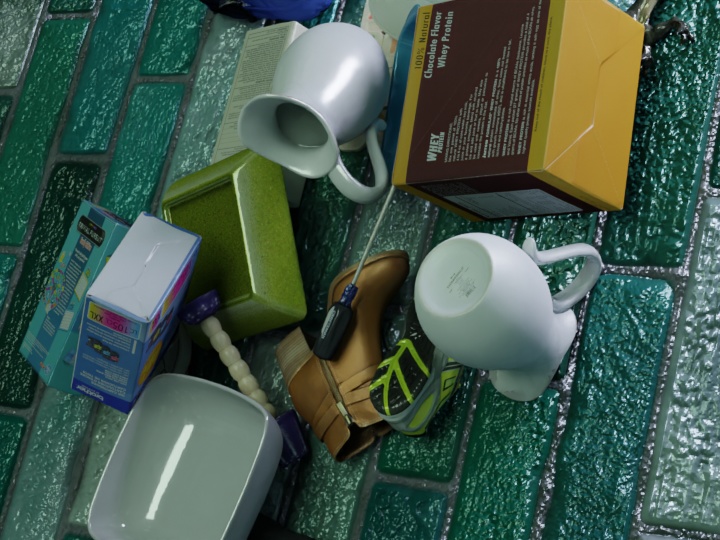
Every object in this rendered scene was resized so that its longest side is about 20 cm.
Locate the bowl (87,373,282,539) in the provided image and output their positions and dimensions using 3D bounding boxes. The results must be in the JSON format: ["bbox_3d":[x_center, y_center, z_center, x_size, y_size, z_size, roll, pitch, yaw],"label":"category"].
[{"bbox_3d":[-0.172,0.219,1.658,0.199,0.075,0.201,14,77,40],"label":"bowl"}]

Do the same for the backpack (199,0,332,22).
[{"bbox_3d":[-0.121,-0.383,1.895,0.199,0.168,0.164,17,86,32],"label":"backpack"}]

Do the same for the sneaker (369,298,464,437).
[{"bbox_3d":[0.080,0.080,1.631,0.075,0.077,0.200,21,64,38],"label":"sneaker"}]

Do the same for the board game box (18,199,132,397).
[{"bbox_3d":[-0.326,0.030,1.869,0.151,0.047,0.201,28,95,62],"label":"board game box"}]

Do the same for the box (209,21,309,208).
[{"bbox_3d":[-0.102,-0.176,1.836,0.095,0.077,0.202,0,70,47],"label":"box"}]

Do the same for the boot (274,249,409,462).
[{"bbox_3d":[0.008,0.090,1.671,0.200,0.073,0.155,-47,51,21],"label":"boot"}]

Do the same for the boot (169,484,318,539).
[{"bbox_3d":[-0.139,0.326,1.663,0.199,0.066,0.166,17,72,33],"label":"boot"}]

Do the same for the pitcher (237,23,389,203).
[{"bbox_3d":[-0.023,-0.167,1.704,0.121,0.171,0.200,-43,10,37],"label":"pitcher"}]

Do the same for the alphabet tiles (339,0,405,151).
[{"bbox_3d":[0.038,-0.229,1.820,0.199,0.015,0.197,1,71,33],"label":"alphabet tiles"}]

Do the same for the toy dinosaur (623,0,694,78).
[{"bbox_3d":[0.289,-0.245,1.650,0.200,0.047,0.088,-48,46,2],"label":"toy dinosaur"}]

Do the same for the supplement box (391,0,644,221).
[{"bbox_3d":[0.158,-0.167,1.610,0.199,0.132,0.199,-3,73,44],"label":"supplement box"}]

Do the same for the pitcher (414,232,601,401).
[{"bbox_3d":[0.147,0.022,1.529,0.121,0.200,0.172,36,90,37],"label":"pitcher"}]

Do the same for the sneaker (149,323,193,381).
[{"bbox_3d":[-0.242,0.056,1.834,0.077,0.082,0.202,-10,66,29],"label":"sneaker"}]

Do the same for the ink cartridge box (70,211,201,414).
[{"bbox_3d":[-0.242,0.056,1.702,0.076,0.201,0.137,26,49,2],"label":"ink cartridge box"}]

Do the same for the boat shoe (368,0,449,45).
[{"bbox_3d":[0.097,-0.292,1.776,0.199,0.073,0.062,10,32,40],"label":"boat shoe"}]

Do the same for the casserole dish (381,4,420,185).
[{"bbox_3d":[0.061,-0.187,1.726,0.121,0.038,0.202,149,131,-73],"label":"casserole dish"}]

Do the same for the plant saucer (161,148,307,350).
[{"bbox_3d":[-0.153,-0.025,1.760,0.199,0.048,0.202,-18,79,48],"label":"plant saucer"}]

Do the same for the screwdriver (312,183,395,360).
[{"bbox_3d":[0.000,0.000,1.638,0.201,0.028,0.029,-65,26,7],"label":"screwdriver"}]

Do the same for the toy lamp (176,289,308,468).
[{"bbox_3d":[-0.122,0.118,1.703,0.058,0.058,0.201,-32,85,17],"label":"toy lamp"}]
